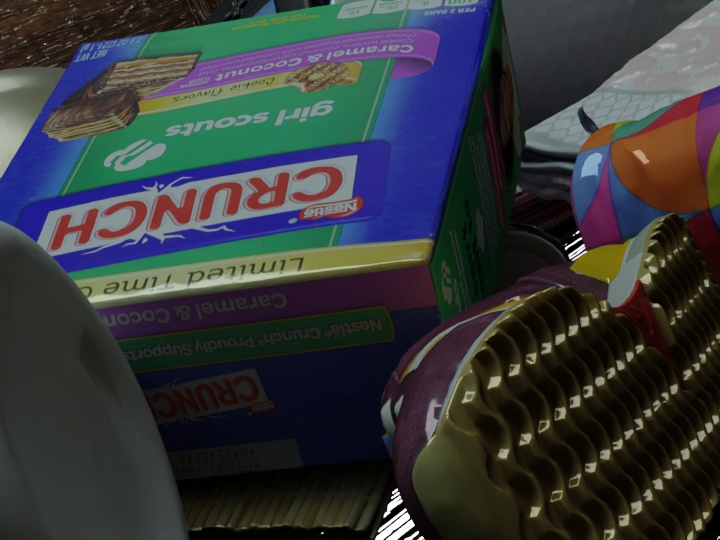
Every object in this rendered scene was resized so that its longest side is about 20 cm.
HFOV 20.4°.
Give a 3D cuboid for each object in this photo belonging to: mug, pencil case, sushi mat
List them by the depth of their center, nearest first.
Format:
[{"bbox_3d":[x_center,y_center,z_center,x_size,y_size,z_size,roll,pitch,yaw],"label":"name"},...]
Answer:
[{"bbox_3d":[0.163,-0.037,0.647,0.200,0.088,0.088,-17,9,35],"label":"pencil case"},{"bbox_3d":[-0.016,0.031,0.691,0.096,0.012,0.200,-5,31,20],"label":"sushi mat"},{"bbox_3d":[0.089,-0.145,1.058,0.148,0.175,0.200,-55,28,26],"label":"mug"}]

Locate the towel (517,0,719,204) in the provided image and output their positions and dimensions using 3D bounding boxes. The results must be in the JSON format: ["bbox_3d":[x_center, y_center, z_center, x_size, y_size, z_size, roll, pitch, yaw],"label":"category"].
[{"bbox_3d":[0.183,-0.081,0.854,0.191,0.032,0.200,-35,24,-21],"label":"towel"}]

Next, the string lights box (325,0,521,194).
[{"bbox_3d":[0.025,-0.126,1.131,0.103,0.200,0.059,-26,8,-40],"label":"string lights box"}]

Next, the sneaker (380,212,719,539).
[{"bbox_3d":[0.040,0.045,0.512,0.090,0.075,0.200,-30,-3,25],"label":"sneaker"}]

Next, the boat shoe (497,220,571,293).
[{"bbox_3d":[-0.013,0.027,0.788,0.200,0.074,0.060,-21,7,4],"label":"boat shoe"}]

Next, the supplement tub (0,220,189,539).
[{"bbox_3d":[-0.162,0.083,0.552,0.200,0.144,0.144,-23,7,11],"label":"supplement tub"}]

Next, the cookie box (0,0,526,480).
[{"bbox_3d":[-0.037,-0.016,0.692,0.171,0.075,0.200,-7,31,14],"label":"cookie box"}]

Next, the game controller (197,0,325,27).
[{"bbox_3d":[-0.055,-0.088,1.031,0.104,0.042,0.200,-34,34,16],"label":"game controller"}]

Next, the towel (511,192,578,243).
[{"bbox_3d":[0.074,-0.022,1.101,0.145,0.023,0.200,-27,9,-39],"label":"towel"}]

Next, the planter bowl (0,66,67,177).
[{"bbox_3d":[-0.162,0.013,1.041,0.200,0.200,0.135,-24,33,-2],"label":"planter bowl"}]
